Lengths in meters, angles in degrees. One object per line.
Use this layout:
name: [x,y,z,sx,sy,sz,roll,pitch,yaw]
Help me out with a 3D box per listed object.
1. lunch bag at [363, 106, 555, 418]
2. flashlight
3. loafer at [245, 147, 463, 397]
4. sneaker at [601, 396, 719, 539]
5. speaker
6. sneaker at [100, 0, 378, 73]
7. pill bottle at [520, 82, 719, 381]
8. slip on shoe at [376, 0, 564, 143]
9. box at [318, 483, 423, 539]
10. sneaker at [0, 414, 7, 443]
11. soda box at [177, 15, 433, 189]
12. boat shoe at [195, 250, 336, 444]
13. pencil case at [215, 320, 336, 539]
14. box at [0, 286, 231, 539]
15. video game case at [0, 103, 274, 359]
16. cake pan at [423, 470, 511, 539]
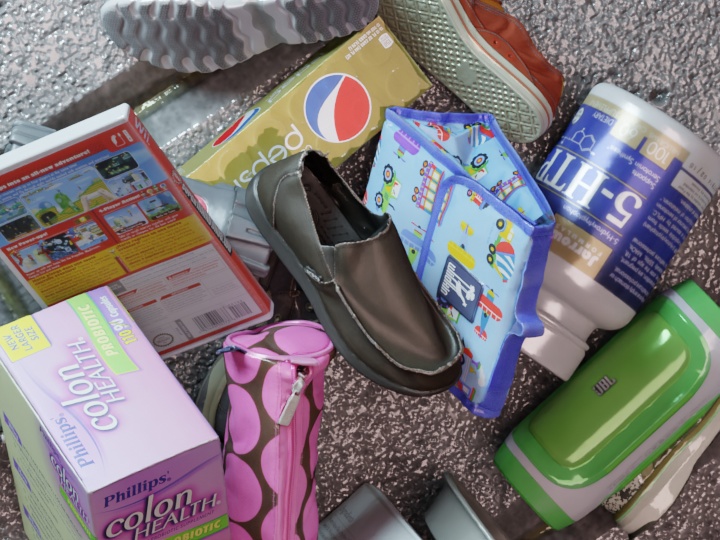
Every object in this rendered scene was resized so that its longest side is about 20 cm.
lunch bag: [0.078,-0.003,1.670,0.094,0.200,0.151,2,118,-29]
flashlight: [-0.154,-0.044,1.644,0.199,0.068,0.068,19,100,-8]
loafer: [0.000,0.000,1.610,0.200,0.071,0.073,48,53,4]
sneaker: [0.230,0.104,1.817,0.088,0.077,0.201,32,87,-4]
speaker: [0.195,0.100,1.761,0.200,0.088,0.088,-43,105,3]
sneaker: [-0.087,-0.198,1.705,0.199,0.082,0.075,-7,140,1]
pill bottle: [0.170,-0.025,1.754,0.119,0.120,0.201,33,90,-15]
slip on shoe: [0.073,-0.182,1.744,0.200,0.074,0.061,45,53,-9]
box: [0.038,0.287,1.729,0.131,0.200,0.199,-41,104,-4]
sneaker: [-0.256,0.093,1.694,0.199,0.085,0.077,-28,103,-8]
soda box: [-0.048,-0.098,1.723,0.200,0.064,0.068,-40,103,-4]
boat shoe: [-0.049,0.045,1.729,0.073,0.074,0.201,28,102,27]
pencil case: [-0.058,0.139,1.649,0.090,0.094,0.201,-8,108,-28]
box: [-0.167,0.148,1.621,0.096,0.176,0.201,-22,134,-19]
video game case: [-0.168,-0.015,1.620,0.142,0.018,0.200,-20,128,19]
cake pan: [0.113,0.236,1.740,0.037,0.200,0.201,-39,104,2]
